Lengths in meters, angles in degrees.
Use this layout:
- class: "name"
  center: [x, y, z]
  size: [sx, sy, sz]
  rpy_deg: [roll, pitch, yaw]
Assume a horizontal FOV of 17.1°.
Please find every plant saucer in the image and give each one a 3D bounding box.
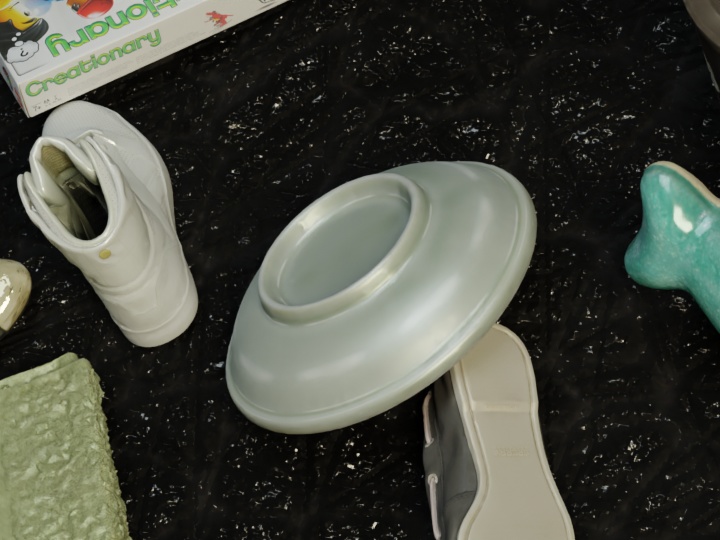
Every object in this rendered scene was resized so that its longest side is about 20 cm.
- class: "plant saucer"
  center: [0.000, 0.000, 1.317]
  size: [0.200, 0.050, 0.200]
  rpy_deg: [-26, 33, 18]

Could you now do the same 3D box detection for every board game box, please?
- class: "board game box"
  center: [-0.149, -0.185, 1.541]
  size: [0.200, 0.035, 0.126]
  rpy_deg: [-26, 50, -11]

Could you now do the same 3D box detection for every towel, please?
- class: "towel"
  center: [-0.199, 0.144, 1.346]
  size: [0.148, 0.036, 0.200]
  rpy_deg: [-22, 50, 5]

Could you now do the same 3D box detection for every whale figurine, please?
- class: "whale figurine"
  center: [0.217, 0.020, 1.187]
  size: [0.200, 0.159, 0.104]
  rpy_deg: [25, 46, 17]

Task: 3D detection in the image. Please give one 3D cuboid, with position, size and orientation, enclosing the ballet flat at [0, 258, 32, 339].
- class: "ballet flat"
  center: [-0.290, 0.044, 1.439]
  size: [0.200, 0.057, 0.066]
  rpy_deg: [-25, 47, 3]

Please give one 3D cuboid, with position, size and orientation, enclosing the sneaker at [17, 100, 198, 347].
- class: "sneaker"
  center: [-0.161, -0.059, 1.425]
  size: [0.074, 0.116, 0.200]
  rpy_deg: [-31, 48, 1]

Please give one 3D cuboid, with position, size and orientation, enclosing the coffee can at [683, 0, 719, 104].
- class: "coffee can"
  center: [0.256, -0.099, 1.230]
  size: [0.146, 0.200, 0.146]
  rpy_deg: [-11, 52, 14]

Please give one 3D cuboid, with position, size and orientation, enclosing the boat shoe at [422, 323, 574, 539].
- class: "boat shoe"
  center: [0.068, 0.123, 1.250]
  size: [0.067, 0.057, 0.200]
  rpy_deg: [7, 55, -17]
